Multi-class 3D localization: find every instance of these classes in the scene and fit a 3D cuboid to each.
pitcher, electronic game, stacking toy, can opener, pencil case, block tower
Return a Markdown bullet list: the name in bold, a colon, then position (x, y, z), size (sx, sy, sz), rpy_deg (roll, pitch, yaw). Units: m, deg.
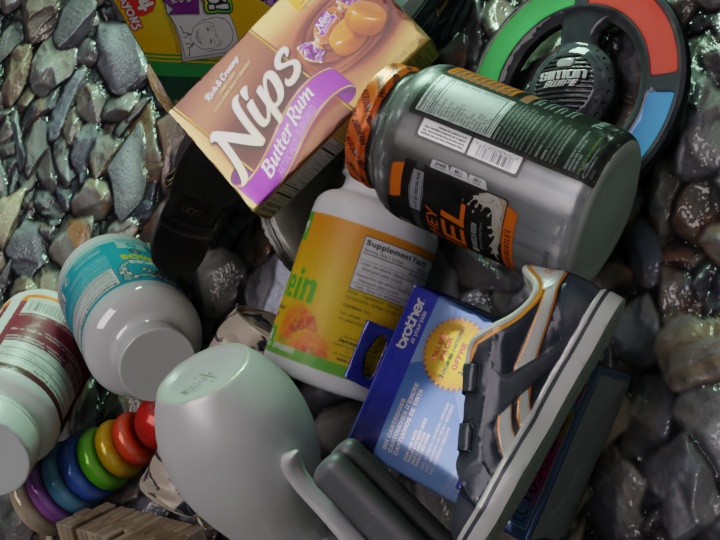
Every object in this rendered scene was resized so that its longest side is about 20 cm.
- **pitcher**: position (-0.066, 0.163, 0.995), size (0.171, 0.201, 0.121), rpy_deg (2, 35, 48)
- **electronic game**: position (0.168, -0.141, 1.014), size (0.198, 0.041, 0.202), rpy_deg (-14, 67, 37)
- **stacking toy**: position (-0.246, 0.177, 1.239), size (0.199, 0.085, 0.086), rpy_deg (-33, 57, 21)
- **can opener**: position (0.037, 0.217, 0.945), size (0.200, 0.053, 0.067), rpy_deg (45, 120, 5)
- **pencil case**: position (-0.117, 0.127, 1.142), size (0.089, 0.078, 0.201), rpy_deg (31, 96, 20)
- **block tower**: position (-0.202, 0.254, 1.155), size (0.199, 0.054, 0.058), rpy_deg (1, 109, 50)

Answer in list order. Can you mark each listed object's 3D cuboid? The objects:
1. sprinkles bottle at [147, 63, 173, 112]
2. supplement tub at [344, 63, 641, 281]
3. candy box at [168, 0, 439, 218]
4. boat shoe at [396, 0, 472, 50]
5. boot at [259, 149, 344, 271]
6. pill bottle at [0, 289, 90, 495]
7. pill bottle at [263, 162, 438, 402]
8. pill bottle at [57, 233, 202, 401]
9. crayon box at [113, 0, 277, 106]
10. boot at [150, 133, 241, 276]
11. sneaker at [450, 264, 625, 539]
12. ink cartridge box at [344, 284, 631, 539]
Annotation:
- **sprinkles bottle**: position (-0.108, -0.219, 1.227), size (0.199, 0.068, 0.069), rpy_deg (-28, 59, 17)
- **supplement tub**: position (0.094, -0.076, 0.943), size (0.199, 0.122, 0.124), rpy_deg (25, 92, 25)
- **candy box**: position (-0.047, -0.154, 1.050), size (0.200, 0.056, 0.117), rpy_deg (-43, 78, 6)
- **boat shoe**: position (0.018, -0.193, 1.119), size (0.200, 0.091, 0.071), rpy_deg (-47, 56, 12)
- **boot**: position (-0.029, -0.102, 1.154), size (0.130, 0.068, 0.202), rpy_deg (-23, 63, 27)
- **pill bottle**: position (-0.333, 0.117, 1.243), size (0.114, 0.114, 0.201), rpy_deg (-36, 20, 26)
- **pill bottle**: position (0.000, 0.000, 1.062), size (0.110, 0.111, 0.202), rpy_deg (16, 86, 42)
- **pill bottle**: position (-0.213, 0.047, 1.193), size (0.112, 0.110, 0.200), rpy_deg (-60, 31, 8)
- **crayon box**: position (-0.136, -0.272, 1.130), size (0.171, 0.201, 0.058), rpy_deg (-22, 24, 15)
- **boot**: position (-0.146, -0.107, 1.204), size (0.201, 0.069, 0.175), rpy_deg (-55, 20, 28)
- **sneaker**: position (0.099, 0.091, 0.866), size (0.079, 0.078, 0.201), rpy_deg (28, 83, 16)
- **ink cartridge box**: position (0.082, 0.101, 0.966), size (0.199, 0.076, 0.138), rpy_deg (24, 92, 33)
